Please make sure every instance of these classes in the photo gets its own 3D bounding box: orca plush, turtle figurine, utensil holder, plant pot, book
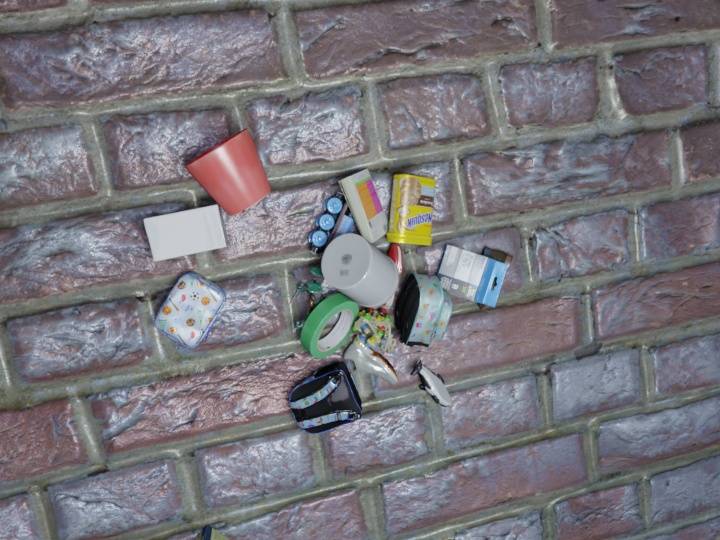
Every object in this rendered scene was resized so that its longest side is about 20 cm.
[{"bbox_3d":[0.214,0.378,1.674,0.071,0.106,0.200,-24,133,30],"label":"orca plush"},{"bbox_3d":[-0.148,0.092,1.538,0.099,0.151,0.201,3,136,-19],"label":"turtle figurine"},{"bbox_3d":[0.000,0.000,1.484,0.168,0.200,0.173,-8,69,22],"label":"utensil holder"},{"bbox_3d":[-0.353,-0.264,1.434,0.199,0.200,0.179,-32,112,-6],"label":"plant pot"},{"bbox_3d":[0.022,-0.194,1.544,0.048,0.133,0.202,-15,102,33],"label":"book"}]

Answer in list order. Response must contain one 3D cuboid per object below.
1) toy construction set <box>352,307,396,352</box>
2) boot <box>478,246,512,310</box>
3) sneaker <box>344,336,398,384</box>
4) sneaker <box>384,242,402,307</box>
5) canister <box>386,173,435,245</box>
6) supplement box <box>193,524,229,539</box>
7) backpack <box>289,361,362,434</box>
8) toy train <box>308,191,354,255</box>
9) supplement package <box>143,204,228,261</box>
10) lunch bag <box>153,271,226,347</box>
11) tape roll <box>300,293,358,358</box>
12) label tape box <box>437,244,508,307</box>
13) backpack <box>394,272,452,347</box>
[{"bbox_3d":[0.052,0.183,1.581,0.092,0.199,0.132,-37,61,16],"label":"toy construction set"},{"bbox_3d":[0.407,0.022,1.682,0.096,0.075,0.202,27,89,3],"label":"boot"},{"bbox_3d":[0.032,0.301,1.636,0.200,0.076,0.092,43,95,-5],"label":"sneaker"},{"bbox_3d":[0.059,0.010,1.597,0.114,0.078,0.203,8,94,-13],"label":"sneaker"},{"bbox_3d":[0.156,-0.183,1.575,0.147,0.086,0.203,2,94,-33],"label":"canister"},{"bbox_3d":[-0.460,0.940,1.574,0.199,0.134,0.200,42,88,-13],"label":"supplement box"},{"bbox_3d":[-0.109,0.392,1.580,0.198,0.135,0.185,-23,100,5],"label":"backpack"},{"bbox_3d":[-0.077,-0.129,1.549,0.113,0.087,0.202,25,88,-17],"label":"toy train"},{"bbox_3d":[-0.482,-0.108,1.450,0.197,0.121,0.122,-13,100,-10],"label":"supplement package"},{"bbox_3d":[-0.490,0.118,1.501,0.159,0.076,0.201,33,89,-16],"label":"lunch bag"},{"bbox_3d":[-0.089,0.165,1.533,0.048,0.200,0.201,35,88,30],"label":"tape roll"},{"bbox_3d":[0.346,0.017,1.622,0.197,0.066,0.145,19,93,16],"label":"label tape box"},{"bbox_3d":[0.191,0.111,1.564,0.151,0.177,0.203,1,119,-8],"label":"backpack"}]
